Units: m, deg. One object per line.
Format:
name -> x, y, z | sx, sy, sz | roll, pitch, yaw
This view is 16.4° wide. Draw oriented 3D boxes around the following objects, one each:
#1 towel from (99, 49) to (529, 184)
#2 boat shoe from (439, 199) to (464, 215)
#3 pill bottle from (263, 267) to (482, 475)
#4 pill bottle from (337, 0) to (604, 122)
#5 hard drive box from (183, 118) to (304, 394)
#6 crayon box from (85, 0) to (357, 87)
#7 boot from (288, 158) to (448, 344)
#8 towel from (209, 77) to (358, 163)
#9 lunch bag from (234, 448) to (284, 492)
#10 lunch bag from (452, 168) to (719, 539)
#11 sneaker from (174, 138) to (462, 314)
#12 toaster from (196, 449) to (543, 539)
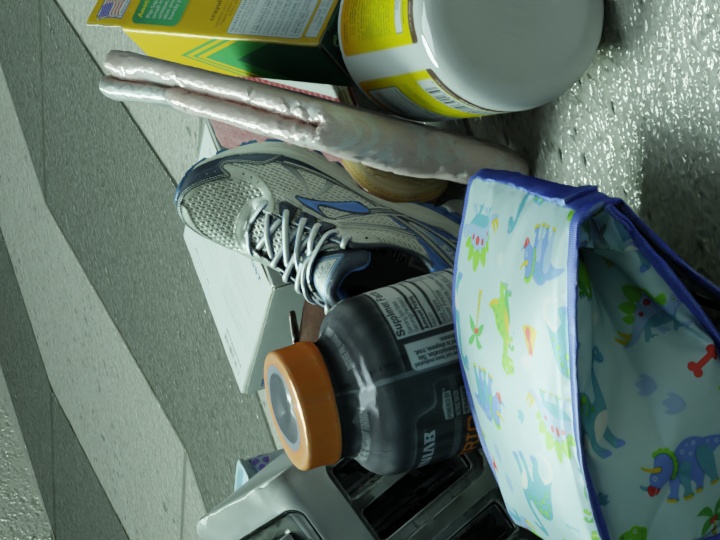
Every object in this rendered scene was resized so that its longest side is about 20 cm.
towel -> -0.027, -0.088, 1.485 | 0.190, 0.199, 0.032 | 17, 96, 38
boat shoe -> 0.046, 0.030, 1.657 | 0.200, 0.070, 0.070 | 117, 148, -47
pill bottle -> 0.047, 0.055, 1.441 | 0.106, 0.199, 0.107 | 164, 90, -74
pill bottle -> 0.053, -0.140, 1.406 | 0.200, 0.109, 0.110 | -176, 71, -72
hard drive box -> -0.074, -0.017, 1.981 | 0.200, 0.076, 0.157 | 109, 142, -63
crayon box -> -0.065, -0.187, 1.577 | 0.199, 0.126, 0.052 | 9, 156, 38
boot -> 0.000, 0.000, 1.652 | 0.200, 0.072, 0.167 | -103, 30, -82
towel -> -0.069, -0.142, 1.724 | 0.143, 0.023, 0.200 | 16, 149, 30
lunch bag -> -0.003, 0.203, 1.784 | 0.201, 0.169, 0.127 | 93, 154, -48
lunch bag -> 0.124, 0.045, 1.315 | 0.201, 0.127, 0.170 | 69, 165, -14
sneaker -> -0.019, -0.018, 1.517 | 0.085, 0.199, 0.077 | -73, -2, -60
toaster -> 0.029, 0.172, 1.582 | 0.181, 0.200, 0.119 | 55, 145, -1
